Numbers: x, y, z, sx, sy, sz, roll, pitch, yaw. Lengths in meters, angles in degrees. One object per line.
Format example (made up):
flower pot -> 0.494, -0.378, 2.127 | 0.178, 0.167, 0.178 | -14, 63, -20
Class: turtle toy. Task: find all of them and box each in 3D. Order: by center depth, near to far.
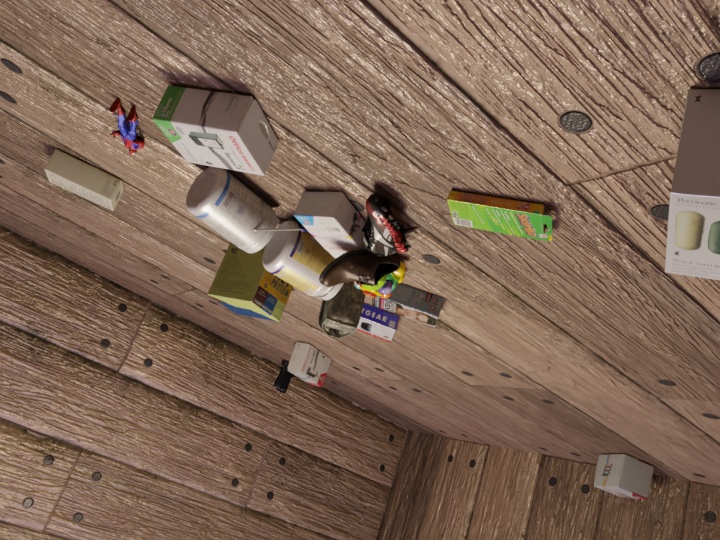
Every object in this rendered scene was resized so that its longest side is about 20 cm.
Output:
turtle toy -> 0.037, 0.012, 1.529 | 0.142, 0.104, 0.200 | 19, 170, 6

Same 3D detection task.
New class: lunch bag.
lunch bag -> -0.056, 0.100, 1.784 | 0.114, 0.168, 0.200 | 16, 160, -6

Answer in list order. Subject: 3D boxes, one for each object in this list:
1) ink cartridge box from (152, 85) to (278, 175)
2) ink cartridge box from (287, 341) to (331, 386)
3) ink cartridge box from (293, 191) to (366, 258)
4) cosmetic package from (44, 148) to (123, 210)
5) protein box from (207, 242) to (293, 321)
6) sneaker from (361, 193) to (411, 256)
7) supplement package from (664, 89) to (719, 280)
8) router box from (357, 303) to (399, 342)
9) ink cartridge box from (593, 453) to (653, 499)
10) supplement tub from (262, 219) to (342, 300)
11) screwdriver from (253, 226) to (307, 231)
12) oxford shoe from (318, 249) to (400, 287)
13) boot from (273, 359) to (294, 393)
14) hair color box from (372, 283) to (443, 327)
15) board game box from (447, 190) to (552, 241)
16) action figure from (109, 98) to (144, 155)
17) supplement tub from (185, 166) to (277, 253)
ink cartridge box -> -0.278, -0.272, 1.180 | 0.195, 0.086, 0.147 | 13, 159, 21
ink cartridge box -> -0.242, 0.449, 2.890 | 0.081, 0.150, 0.200 | 3, 155, 37
ink cartridge box -> -0.053, -0.101, 1.410 | 0.112, 0.069, 0.200 | 7, 155, 32
cosmetic package -> -0.802, -0.261, 1.761 | 0.196, 0.075, 0.103 | 27, 160, -13
protein box -> -0.306, 0.019, 1.777 | 0.194, 0.205, 0.135 | 6, 156, 36
sneaker -> 0.040, -0.089, 1.303 | 0.096, 0.072, 0.201 | -20, 148, 10
supplement package -> 0.473, -0.098, 0.755 | 0.148, 0.154, 0.200 | 10, 157, 30
router box -> 0.027, 0.168, 2.044 | 0.195, 0.050, 0.180 | 20, 160, 5
ink cartridge box -> 1.130, 0.887, 2.608 | 0.142, 0.148, 0.200 | 21, 161, -3
supplement tub -> -0.143, -0.023, 1.587 | 0.198, 0.149, 0.144 | 32, 157, -29
screwdriver -> -0.161, -0.101, 1.467 | 0.194, 0.029, 0.029 | 0, 158, -22
oxford shoe -> 0.000, 0.000, 1.388 | 0.195, 0.086, 0.073 | -21, 145, -3
boot -> -0.423, 0.632, 3.510 | 0.075, 0.172, 0.200 | 7, 157, 31
hair color box -> 0.132, 0.090, 1.720 | 0.195, 0.062, 0.099 | 18, 160, 8
board game box -> 0.265, -0.103, 1.143 | 0.195, 0.031, 0.096 | 16, 160, 25
action figure -> -0.535, -0.316, 1.391 | 0.064, 0.053, 0.200 | 19, 163, -7
supplement tub -> -0.311, -0.147, 1.465 | 0.130, 0.135, 0.199 | 2, 152, 42
